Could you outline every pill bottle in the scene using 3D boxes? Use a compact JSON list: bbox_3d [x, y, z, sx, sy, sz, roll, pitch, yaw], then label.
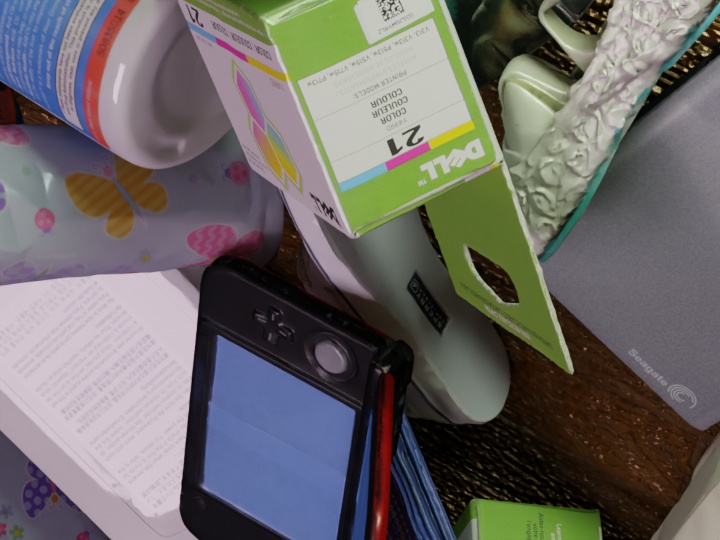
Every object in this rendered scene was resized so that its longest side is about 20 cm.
[{"bbox_3d":[-0.146,-0.139,1.315,0.200,0.112,0.112,32,144,28],"label":"pill bottle"}]

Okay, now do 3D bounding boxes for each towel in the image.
[{"bbox_3d":[0.008,0.157,1.462,0.145,0.024,0.200,68,157,14],"label":"towel"}]

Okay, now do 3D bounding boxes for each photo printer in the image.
[{"bbox_3d":[-0.117,0.054,1.496,0.200,0.069,0.166,45,116,-8],"label":"photo printer"}]

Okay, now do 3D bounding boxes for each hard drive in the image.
[{"bbox_3d":[0.167,-0.015,1.253,0.140,0.033,0.200,43,143,-5],"label":"hard drive"}]

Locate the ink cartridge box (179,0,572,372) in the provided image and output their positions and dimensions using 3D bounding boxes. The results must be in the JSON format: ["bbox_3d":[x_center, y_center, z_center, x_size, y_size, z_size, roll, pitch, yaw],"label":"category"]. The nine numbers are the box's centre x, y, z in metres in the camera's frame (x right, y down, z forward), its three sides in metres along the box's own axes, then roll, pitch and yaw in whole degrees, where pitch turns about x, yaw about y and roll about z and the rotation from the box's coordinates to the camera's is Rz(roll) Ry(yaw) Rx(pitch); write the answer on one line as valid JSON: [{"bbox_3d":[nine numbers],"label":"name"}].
[{"bbox_3d":[0.005,-0.045,1.189,0.200,0.076,0.148,68,167,-20],"label":"ink cartridge box"}]

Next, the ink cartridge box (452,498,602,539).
[{"bbox_3d":[0.077,0.244,1.453,0.076,0.200,0.148,6,146,-15],"label":"ink cartridge box"}]

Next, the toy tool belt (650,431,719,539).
[{"bbox_3d":[0.192,0.168,1.328,0.123,0.125,0.200,32,114,0],"label":"toy tool belt"}]

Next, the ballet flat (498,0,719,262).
[{"bbox_3d":[0.099,-0.089,1.189,0.072,0.072,0.200,36,128,5],"label":"ballet flat"}]

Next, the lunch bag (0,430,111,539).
[{"bbox_3d":[-0.253,0.170,1.636,0.170,0.127,0.200,52,148,-13],"label":"lunch bag"}]

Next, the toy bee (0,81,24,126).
[{"bbox_3d":[-0.222,-0.087,1.445,0.200,0.131,0.109,-35,64,50],"label":"toy bee"}]

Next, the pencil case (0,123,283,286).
[{"bbox_3d":[-0.137,-0.035,1.360,0.091,0.200,0.083,-12,84,59],"label":"pencil case"}]

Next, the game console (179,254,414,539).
[{"bbox_3d":[-0.041,0.123,1.358,0.172,0.119,0.200,28,135,20],"label":"game console"}]

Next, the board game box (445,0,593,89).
[{"bbox_3d":[-0.002,-0.164,1.246,0.200,0.028,0.135,46,143,-9],"label":"board game box"}]

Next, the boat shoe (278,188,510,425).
[{"bbox_3d":[0.000,0.000,1.386,0.070,0.071,0.200,-7,130,41],"label":"boat shoe"}]
